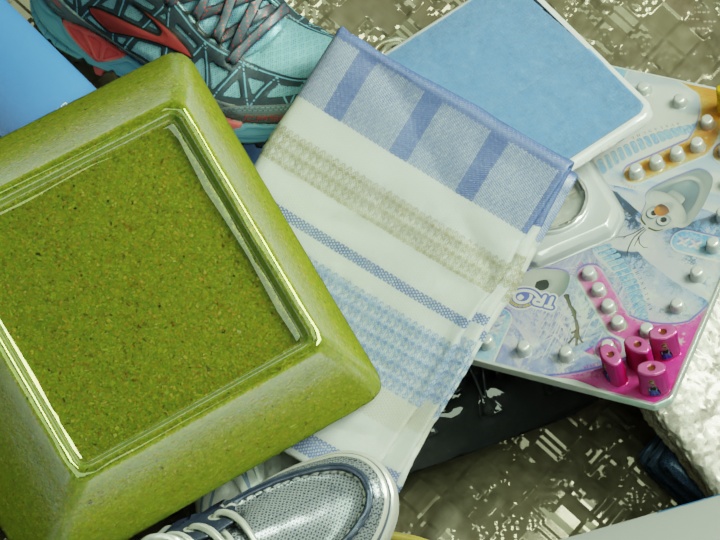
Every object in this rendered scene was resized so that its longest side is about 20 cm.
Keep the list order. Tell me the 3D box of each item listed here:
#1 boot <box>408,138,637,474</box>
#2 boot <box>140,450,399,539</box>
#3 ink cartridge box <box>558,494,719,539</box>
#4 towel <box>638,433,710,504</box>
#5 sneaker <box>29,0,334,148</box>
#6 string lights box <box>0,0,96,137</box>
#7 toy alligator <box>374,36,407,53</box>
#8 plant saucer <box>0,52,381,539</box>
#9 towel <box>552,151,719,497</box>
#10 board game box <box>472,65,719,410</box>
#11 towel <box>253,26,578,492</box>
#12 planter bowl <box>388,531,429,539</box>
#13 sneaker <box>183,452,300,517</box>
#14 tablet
[{"bbox_3d":[0.062,0.011,1.516,0.200,0.066,0.165,-19,74,-11],"label":"boot"},{"bbox_3d":[-0.072,0.146,1.354,0.200,0.090,0.073,-36,69,-4],"label":"boot"},{"bbox_3d":[0.187,0.226,1.380,0.147,0.145,0.200,-15,106,-14],"label":"ink cartridge box"},{"bbox_3d":[0.247,0.066,1.534,0.112,0.049,0.200,41,69,2],"label":"towel"},{"bbox_3d":[-0.089,-0.132,1.460,0.200,0.096,0.079,23,53,19],"label":"sneaker"},{"bbox_3d":[-0.173,-0.068,1.471,0.200,0.103,0.059,44,66,5],"label":"string lights box"},{"bbox_3d":[-0.053,-0.098,1.530,0.200,0.054,0.059,-18,77,-16],"label":"toy alligator"},{"bbox_3d":[-0.113,0.013,1.358,0.200,0.048,0.200,-29,84,-21],"label":"plant saucer"},{"bbox_3d":[0.204,0.048,1.482,0.133,0.034,0.200,-36,86,-18],"label":"towel"},{"bbox_3d":[0.097,-0.036,1.481,0.200,0.026,0.200,14,58,21],"label":"board game box"},{"bbox_3d":[0.000,0.000,1.420,0.147,0.024,0.200,30,92,6],"label":"towel"},{"bbox_3d":[0.004,0.234,1.402,0.200,0.083,0.200,-3,69,9],"label":"planter bowl"},{"bbox_3d":[-0.070,0.066,1.466,0.087,0.075,0.200,-4,72,-7],"label":"sneaker"},{"bbox_3d":[0.037,-0.067,1.492,0.200,0.014,0.130,-33,54,-12],"label":"tablet"}]
